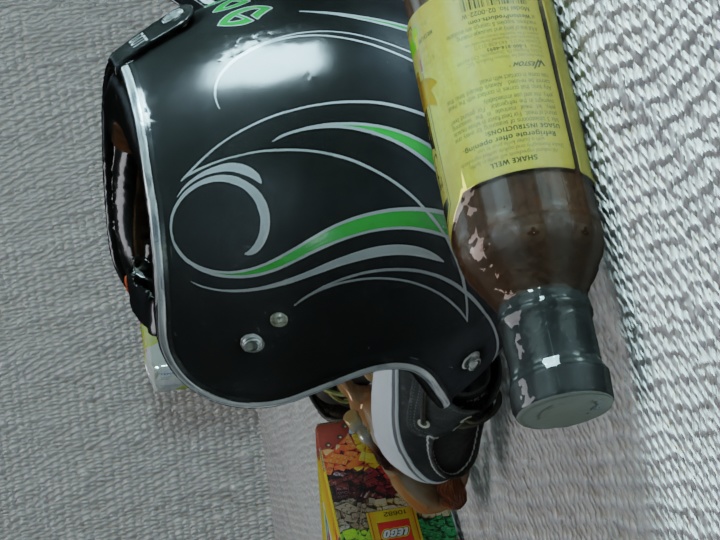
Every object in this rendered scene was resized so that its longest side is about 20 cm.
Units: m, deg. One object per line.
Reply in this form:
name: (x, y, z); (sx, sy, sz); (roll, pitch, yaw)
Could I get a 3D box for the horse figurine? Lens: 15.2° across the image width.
horse figurine: (0.024, 0.093, 1.623); (0.133, 0.050, 0.200); (49, -178, -31)

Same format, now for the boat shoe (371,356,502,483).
boat shoe: (0.045, 0.054, 1.427); (0.057, 0.069, 0.200); (32, 150, 29)

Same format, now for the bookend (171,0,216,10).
bookend: (-0.028, -0.210, 1.360); (0.200, 0.199, 0.092); (35, -174, 25)

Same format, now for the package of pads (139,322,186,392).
package of pads: (-0.229, 0.067, 3.717); (0.068, 0.154, 0.200); (89, 170, -52)

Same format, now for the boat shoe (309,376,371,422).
boat shoe: (-0.006, 0.067, 1.830); (0.072, 0.061, 0.201); (40, 172, 8)

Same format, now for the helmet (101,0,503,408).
helmet: (-0.012, -0.032, 1.212); (0.200, 0.190, 0.200); (172, 90, -78)

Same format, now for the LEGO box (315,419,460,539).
LEGO box: (0.022, 0.217, 1.807); (0.149, 0.077, 0.200); (-105, 9, -47)

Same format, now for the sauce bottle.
sauce bottle: (0.063, -0.035, 1.096); (0.065, 0.065, 0.200); (94, 168, -65)
